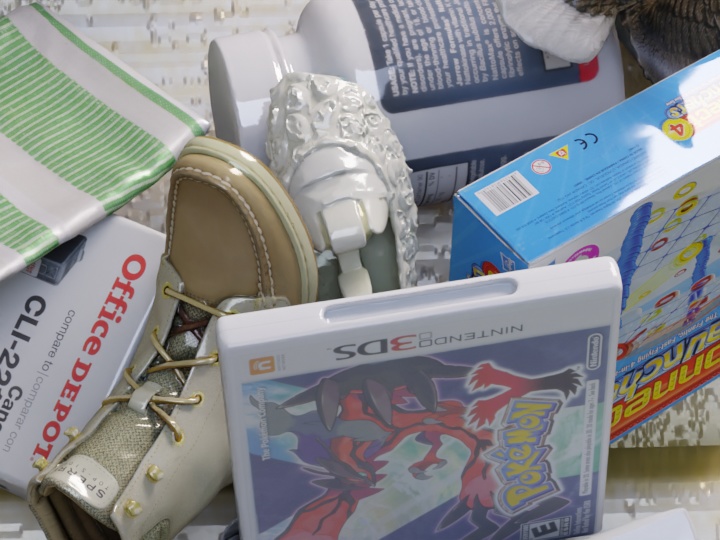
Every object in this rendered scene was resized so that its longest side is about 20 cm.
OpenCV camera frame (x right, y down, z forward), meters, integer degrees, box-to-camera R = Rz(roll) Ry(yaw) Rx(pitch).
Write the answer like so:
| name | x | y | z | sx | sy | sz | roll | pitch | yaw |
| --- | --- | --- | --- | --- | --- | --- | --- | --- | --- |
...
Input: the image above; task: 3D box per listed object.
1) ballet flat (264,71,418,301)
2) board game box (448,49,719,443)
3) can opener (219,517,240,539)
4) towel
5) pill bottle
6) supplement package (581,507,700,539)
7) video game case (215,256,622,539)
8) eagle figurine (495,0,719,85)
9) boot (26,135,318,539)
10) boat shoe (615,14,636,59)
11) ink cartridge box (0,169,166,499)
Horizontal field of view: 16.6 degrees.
| name | x | y | z | sx | sy | sz | roll | pitch | yaw |
| --- | --- | --- | --- | --- | --- | --- | --- | --- | --- |
| ballet flat | 0.000 | 0.000 | 1.206 | 0.072 | 0.072 | 0.200 | -14 | 102 | -5 |
| board game box | 0.135 | 0.000 | 1.222 | 0.200 | 0.196 | 0.056 | -29 | 56 | -23 |
| can opener | 0.021 | 0.124 | 1.283 | 0.200 | 0.053 | 0.067 | -18 | 60 | -13 |
| towel | -0.192 | -0.056 | 1.222 | 0.200 | 0.023 | 0.152 | -33 | 53 | -31 |
| pill bottle | 0.026 | -0.093 | 1.285 | 0.200 | 0.120 | 0.120 | -10 | 81 | -11 |
| supplement package | 0.113 | 0.233 | 1.205 | 0.147 | 0.200 | 0.192 | -21 | 83 | -6 |
| video game case | 0.029 | 0.077 | 1.159 | 0.182 | 0.200 | 0.023 | -9 | 51 | -5 |
| eagle figurine | 0.165 | -0.163 | 1.236 | 0.151 | 0.200 | 0.152 | 18 | 93 | 14 |
| boot | -0.091 | 0.051 | 1.150 | 0.072 | 0.200 | 0.155 | 24 | 48 | 26 |
| boat shoe | 0.168 | -0.170 | 1.338 | 0.200 | 0.071 | 0.091 | 44 | 79 | 4 |
| ink cartridge box | -0.187 | 0.028 | 1.253 | 0.200 | 0.084 | 0.145 | 22 | 80 | 20 |
